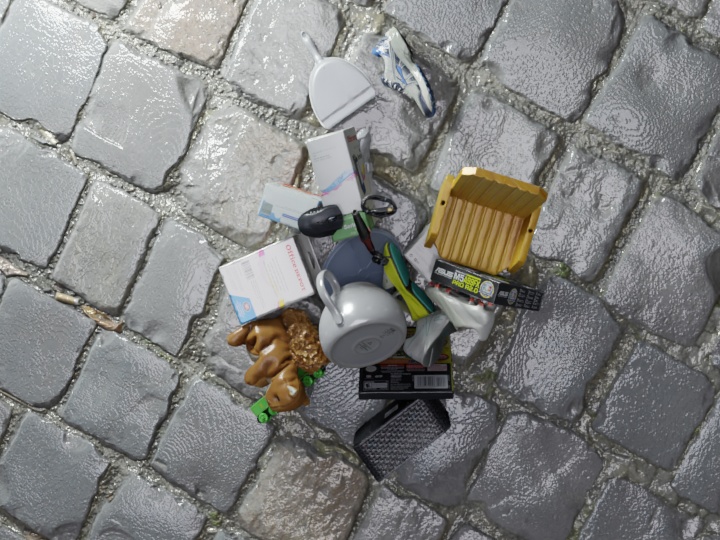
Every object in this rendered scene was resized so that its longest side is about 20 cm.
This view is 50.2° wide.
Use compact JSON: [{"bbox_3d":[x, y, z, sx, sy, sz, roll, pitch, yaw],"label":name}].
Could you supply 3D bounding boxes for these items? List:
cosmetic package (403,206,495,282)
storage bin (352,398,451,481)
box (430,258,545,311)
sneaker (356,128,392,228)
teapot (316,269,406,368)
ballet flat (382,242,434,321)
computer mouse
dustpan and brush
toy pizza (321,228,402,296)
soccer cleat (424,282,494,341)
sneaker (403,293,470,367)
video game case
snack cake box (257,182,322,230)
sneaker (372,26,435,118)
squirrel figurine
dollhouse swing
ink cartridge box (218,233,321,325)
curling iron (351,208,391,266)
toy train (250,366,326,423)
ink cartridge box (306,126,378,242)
[{"bbox_3d":[0.184,-0.079,1.617,0.085,0.108,0.200,45,97,-1],"label":"cosmetic package"},{"bbox_3d":[0.087,0.339,1.642,0.199,0.135,0.094,-39,92,6],"label":"storage bin"},{"bbox_3d":[0.258,0.030,1.549,0.158,0.197,0.045,22,97,40],"label":"box"},{"bbox_3d":[0.020,-0.191,1.637,0.112,0.075,0.205,15,101,2],"label":"sneaker"},{"bbox_3d":[-0.005,0.091,1.566,0.192,0.202,0.149,-5,54,-17],"label":"teapot"},{"bbox_3d":[0.086,0.033,1.632,0.066,0.068,0.202,-24,120,21],"label":"ballet flat"},{"bbox_3d":[-0.027,-0.103,1.455,0.194,0.034,0.060,-13,100,11],"label":"computer mouse"},{"bbox_3d":[-0.072,-0.423,1.638,0.138,0.057,0.203,-32,99,4],"label":"dustpan and brush"},{"bbox_3d":[0.000,0.000,1.629,0.196,0.032,0.205,-16,125,-23],"label":"toy pizza"},{"bbox_3d":[0.192,0.079,1.554,0.068,0.199,0.080,2,105,-35],"label":"soccer cleat"},{"bbox_3d":[0.163,0.112,1.626,0.200,0.079,0.072,-45,136,-30],"label":"sneaker"},{"bbox_3d":[0.095,0.193,1.620,0.194,0.183,0.026,-1,133,4],"label":"video game case"},{"bbox_3d":[-0.134,-0.132,1.585,0.112,0.200,0.069,17,98,2],"label":"snack cake box"},{"bbox_3d":[0.091,-0.404,1.621,0.084,0.077,0.203,-30,85,16],"label":"sneaker"},{"bbox_3d":[-0.152,0.191,1.617,0.197,0.142,0.189,-31,60,-4],"label":"squirrel figurine"},{"bbox_3d":[0.243,-0.089,1.474,0.195,0.176,0.187,17,96,-2],"label":"dollhouse swing"},{"bbox_3d":[-0.179,0.012,1.638,0.195,0.125,0.132,-21,93,4],"label":"ink cartridge box"},{"bbox_3d":[0.017,-0.064,1.458,0.049,0.201,0.026,23,71,27],"label":"curling iron"},{"bbox_3d":[-0.161,0.262,1.702,0.199,0.042,0.057,-40,81,5],"label":"toy train"},{"bbox_3d":[-0.034,-0.175,1.533,0.085,0.145,0.205,-15,100,11],"label":"ink cartridge box"}]
